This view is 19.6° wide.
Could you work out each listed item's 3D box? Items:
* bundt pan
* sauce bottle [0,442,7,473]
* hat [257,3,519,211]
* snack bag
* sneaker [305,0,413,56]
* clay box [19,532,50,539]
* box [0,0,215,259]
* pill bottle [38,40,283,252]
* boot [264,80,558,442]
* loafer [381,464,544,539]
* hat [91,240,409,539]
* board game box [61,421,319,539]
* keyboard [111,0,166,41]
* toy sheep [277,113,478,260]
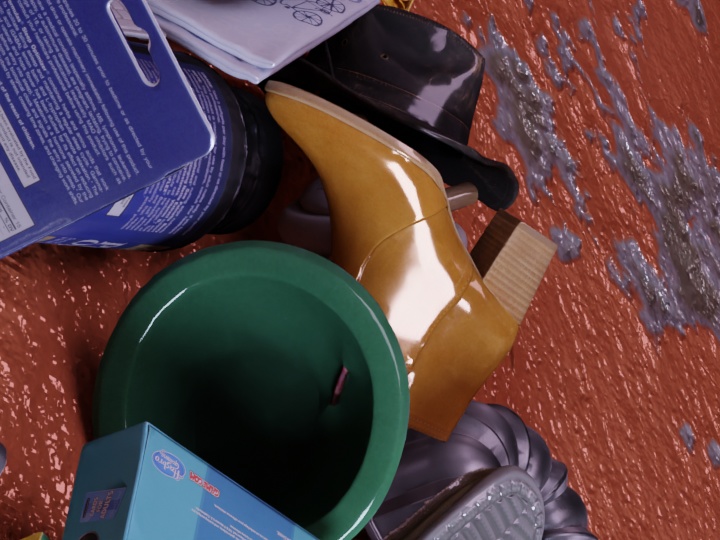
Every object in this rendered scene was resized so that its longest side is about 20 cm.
[{"bbox_3d":[0.087,0.168,1.307,0.202,0.076,0.202,43,32,-35],"label":"bundt pan"},{"bbox_3d":[-0.234,0.030,0.911,0.200,0.066,0.066,48,34,-26],"label":"sauce bottle"},{"bbox_3d":[0.025,-0.117,1.296,0.201,0.201,0.081,35,80,-43],"label":"hat"},{"bbox_3d":[-0.101,-0.183,1.204,0.200,0.021,0.189,30,30,10],"label":"snack bag"},{"bbox_3d":[0.004,-0.191,1.443,0.073,0.077,0.200,43,39,-38],"label":"sneaker"},{"bbox_3d":[-0.131,0.212,0.970,0.200,0.048,0.115,48,35,-30],"label":"clay box"},{"bbox_3d":[-0.162,-0.074,0.964,0.121,0.200,0.032,63,30,-7],"label":"box"},{"bbox_3d":[-0.131,-0.067,1.099,0.200,0.112,0.112,5,65,-57],"label":"pill bottle"},{"bbox_3d":[0.000,0.000,1.150,0.201,0.144,0.071,32,2,-16],"label":"boot"},{"bbox_3d":[0.013,0.171,1.096,0.200,0.070,0.075,-41,125,-14],"label":"loafer"},{"bbox_3d":[-0.052,0.084,1.160,0.176,0.165,0.200,-4,108,-85],"label":"hat"},{"bbox_3d":[-0.080,0.194,0.962,0.151,0.047,0.200,39,44,-36],"label":"board game box"},{"bbox_3d":[-0.178,-0.187,1.115,0.200,0.011,0.056,48,22,28],"label":"keyboard"},{"bbox_3d":[0.009,0.003,1.253,0.138,0.138,0.200,-34,117,-60],"label":"toy sheep"}]
